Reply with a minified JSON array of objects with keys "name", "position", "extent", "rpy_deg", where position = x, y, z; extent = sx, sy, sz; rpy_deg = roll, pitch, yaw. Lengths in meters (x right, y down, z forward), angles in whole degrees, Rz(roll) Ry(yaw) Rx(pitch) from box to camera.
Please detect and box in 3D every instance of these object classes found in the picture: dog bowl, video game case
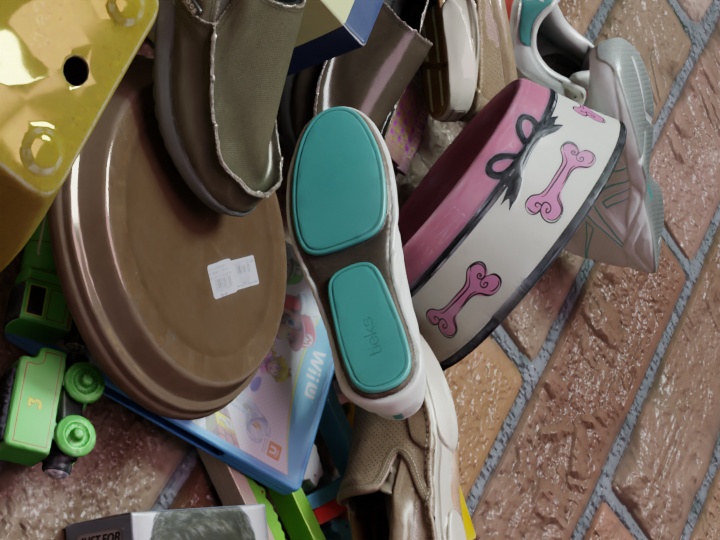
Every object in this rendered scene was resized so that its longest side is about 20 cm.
[{"name":"dog bowl","position":[0.078,-0.036,1.215],"extent":[0.074,0.200,0.201],"rpy_deg":[37,51,-7]},{"name":"video game case","position":[-0.097,0.023,1.110],"extent":[0.200,0.018,0.144],"rpy_deg":[33,56,-27]}]

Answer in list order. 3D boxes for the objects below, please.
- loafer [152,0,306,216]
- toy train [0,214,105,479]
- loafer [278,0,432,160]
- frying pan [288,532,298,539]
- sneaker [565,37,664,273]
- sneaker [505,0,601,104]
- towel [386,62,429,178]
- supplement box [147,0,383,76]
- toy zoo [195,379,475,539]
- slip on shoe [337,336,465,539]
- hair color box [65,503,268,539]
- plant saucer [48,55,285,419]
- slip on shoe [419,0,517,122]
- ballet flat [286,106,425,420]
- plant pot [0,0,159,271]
[{"name":"loafer","position":[-0.066,-0.126,1.002],"extent":[0.075,0.069,0.201],"rpy_deg":[-32,117,-59]},{"name":"toy train","position":[-0.160,0.013,1.027],"extent":[0.056,0.042,0.201],"rpy_deg":[16,64,-22]},{"name":"loafer","position":[0.004,-0.139,1.212],"extent":[0.073,0.071,0.201],"rpy_deg":[33,55,-36]},{"name":"frying pan","position":[-0.014,0.245,1.151],"extent":[0.115,0.031,0.191],"rpy_deg":[33,59,-37]},{"name":"sneaker","position":[0.163,-0.073,1.317],"extent":[0.201,0.080,0.071],"rpy_deg":[78,22,-44]},{"name":"sneaker","position":[0.142,-0.115,1.359],"extent":[0.200,0.093,0.070],"rpy_deg":[60,44,-28]},{"name":"towel","position":[0.005,-0.171,1.294],"extent":[0.144,0.023,0.201],"rpy_deg":[42,51,-30]},{"name":"supplement box","position":[-0.077,-0.250,1.145],"extent":[0.200,0.134,0.201],"rpy_deg":[43,50,-30]},{"name":"toy zoo","position":[-0.001,0.132,1.184],"extent":[0.199,0.020,0.132],"rpy_deg":[-21,84,-48]},{"name":"slip on shoe","position":[0.017,0.124,1.133],"extent":[0.060,0.076,0.201],"rpy_deg":[0,73,-29]},{"name":"hair color box","position":[-0.095,0.232,1.041],"extent":[0.099,0.060,0.201],"rpy_deg":[3,76,-46]},{"name":"plant saucer","position":[-0.097,-0.021,1.043],"extent":[0.200,0.029,0.201],"rpy_deg":[31,54,-54]},{"name":"slip on shoe","position":[0.069,-0.201,1.288],"extent":[0.060,0.076,0.201],"rpy_deg":[-5,84,-18]},{"name":"ballet flat","position":[0.000,0.000,1.124],"extent":[0.069,0.069,0.201],"rpy_deg":[18,49,-42]},{"name":"plant pot","position":[-0.209,-0.107,0.890],"extent":[0.195,0.199,0.195],"rpy_deg":[40,64,-32]}]
